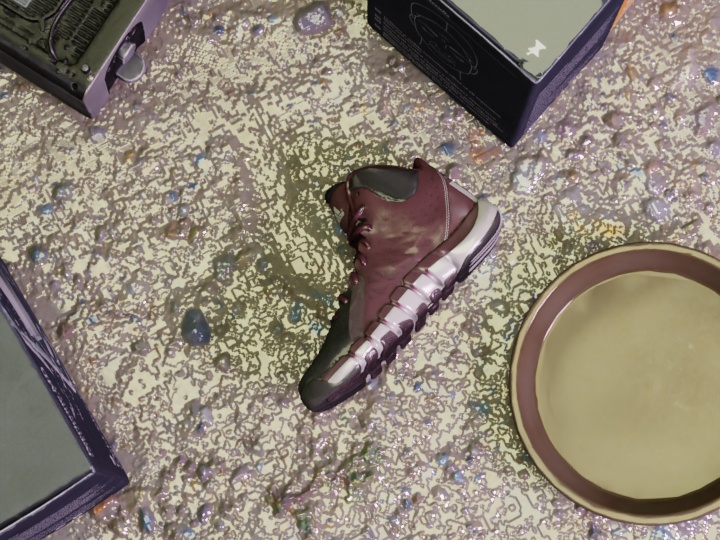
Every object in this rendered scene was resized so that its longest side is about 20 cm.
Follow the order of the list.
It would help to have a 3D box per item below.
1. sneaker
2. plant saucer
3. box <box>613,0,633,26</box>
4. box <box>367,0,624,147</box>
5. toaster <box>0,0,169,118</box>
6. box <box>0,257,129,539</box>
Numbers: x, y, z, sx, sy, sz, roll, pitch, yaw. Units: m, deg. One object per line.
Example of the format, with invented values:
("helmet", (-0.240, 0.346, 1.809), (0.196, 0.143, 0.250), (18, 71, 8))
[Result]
("sneaker", (0.000, 0.000, 1.297), (0.115, 0.076, 0.200), (41, 74, 10))
("plant saucer", (0.205, 0.080, 1.285), (0.199, 0.029, 0.201), (-2, 79, 11))
("box", (0.187, -0.266, 1.263), (0.097, 0.200, 0.125), (41, 85, 6))
("box", (0.091, -0.189, 1.252), (0.148, 0.200, 0.107), (41, 84, 5))
("toaster", (-0.221, -0.229, 1.300), (0.199, 0.119, 0.181), (31, 83, 4))
("box", (-0.263, 0.085, 1.217), (0.124, 0.197, 0.201), (-31, 84, -4))
